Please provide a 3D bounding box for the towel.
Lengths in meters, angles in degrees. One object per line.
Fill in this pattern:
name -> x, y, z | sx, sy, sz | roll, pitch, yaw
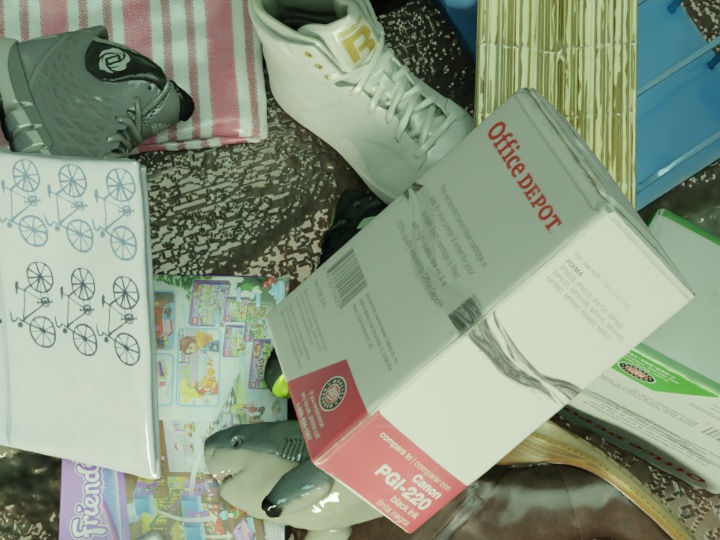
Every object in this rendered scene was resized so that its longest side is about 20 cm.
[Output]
towel -> -0.161, -0.146, 1.074 | 0.199, 0.030, 0.147 | -5, 81, -7

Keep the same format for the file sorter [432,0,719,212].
file sorter -> 0.160, -0.150, 1.058 | 0.138, 0.123, 0.200 | -32, 84, -11

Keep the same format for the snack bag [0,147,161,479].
snack bag -> -0.202, 0.018, 0.960 | 0.199, 0.021, 0.190 | 8, 110, 24

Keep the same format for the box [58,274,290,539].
box -> -0.113, 0.102, 1.028 | 0.136, 0.039, 0.201 | 2, 80, -6

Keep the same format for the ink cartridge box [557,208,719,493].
ink cartridge box -> 0.193, 0.055, 0.986 | 0.146, 0.200, 0.083 | 28, 74, 0

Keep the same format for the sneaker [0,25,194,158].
sneaker -> -0.146, -0.064, 1.007 | 0.115, 0.075, 0.201 | -18, 75, -14

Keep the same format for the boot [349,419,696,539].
boot -> 0.086, 0.169, 1.034 | 0.200, 0.072, 0.167 | 33, 90, 0

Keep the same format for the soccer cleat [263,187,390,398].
soccer cleat -> 0.000, 0.000, 1.041 | 0.081, 0.068, 0.200 | 38, 63, 17

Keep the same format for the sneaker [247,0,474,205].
sneaker -> 0.010, -0.104, 1.004 | 0.200, 0.116, 0.074 | 33, 74, 24

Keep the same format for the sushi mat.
sushi mat -> 0.115, -0.131, 0.983 | 0.095, 0.012, 0.201 | 2, 84, -1

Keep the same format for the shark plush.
shark plush -> 0.008, 0.091, 0.976 | 0.199, 0.091, 0.084 | -30, 54, 9

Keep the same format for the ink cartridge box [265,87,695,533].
ink cartridge box -> 0.058, 0.018, 0.894 | 0.200, 0.146, 0.085 | -43, 122, 13

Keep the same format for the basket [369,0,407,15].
basket -> 0.003, -0.239, 1.017 | 0.136, 0.200, 0.181 | -27, 80, -8

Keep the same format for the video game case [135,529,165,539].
video game case -> -0.156, 0.280, 0.979 | 0.199, 0.023, 0.182 | -32, 93, -5
